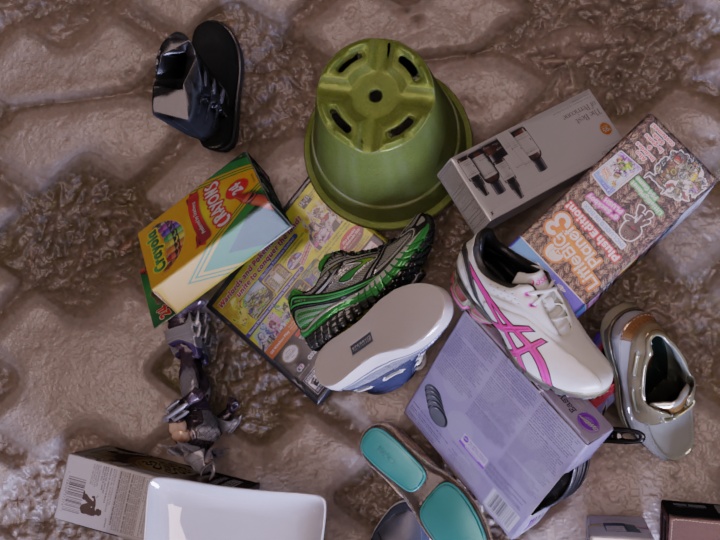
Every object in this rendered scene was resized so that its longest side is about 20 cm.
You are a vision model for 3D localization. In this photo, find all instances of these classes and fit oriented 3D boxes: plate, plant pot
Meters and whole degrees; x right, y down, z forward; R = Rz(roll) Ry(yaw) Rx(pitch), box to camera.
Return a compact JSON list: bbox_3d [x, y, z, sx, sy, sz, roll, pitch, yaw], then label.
[{"bbox_3d":[-0.137,0.327,1.176,0.199,0.032,0.201,4,87,11],"label":"plate"},{"bbox_3d":[0.024,-0.163,1.204,0.199,0.190,0.201,-1,79,5],"label":"plant pot"}]

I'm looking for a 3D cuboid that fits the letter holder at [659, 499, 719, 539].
[{"bbox_3d":[0.415,0.325,1.151,0.199,0.101,0.143,3,88,11],"label":"letter holder"}]

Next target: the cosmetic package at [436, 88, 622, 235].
[{"bbox_3d":[0.189,-0.120,1.207,0.200,0.051,0.083,-28,82,-23],"label":"cosmetic package"}]

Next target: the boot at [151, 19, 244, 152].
[{"bbox_3d":[-0.188,-0.230,1.256,0.065,0.200,0.166,-8,84,10],"label":"boot"}]

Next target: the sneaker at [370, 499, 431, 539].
[{"bbox_3d":[0.018,0.352,1.202,0.077,0.146,0.203,21,88,13],"label":"sneaker"}]

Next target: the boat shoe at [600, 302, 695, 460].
[{"bbox_3d":[0.310,0.129,1.154,0.075,0.068,0.200,-35,118,-9],"label":"boat shoe"}]

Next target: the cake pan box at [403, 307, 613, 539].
[{"bbox_3d":[0.151,0.159,1.167,0.200,0.052,0.185,48,138,25],"label":"cake pan box"}]

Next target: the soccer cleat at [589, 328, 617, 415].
[{"bbox_3d":[0.250,0.135,1.208,0.067,0.076,0.200,32,92,11],"label":"soccer cleat"}]

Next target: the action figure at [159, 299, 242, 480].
[{"bbox_3d":[-0.188,0.141,1.271,0.069,0.130,0.201,-13,72,9],"label":"action figure"}]

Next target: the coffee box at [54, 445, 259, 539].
[{"bbox_3d":[-0.230,0.265,1.272,0.199,0.113,0.080,12,88,11],"label":"coffee box"}]

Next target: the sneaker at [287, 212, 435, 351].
[{"bbox_3d":[0.000,0.000,1.239,0.200,0.078,0.085,-39,79,7],"label":"sneaker"}]

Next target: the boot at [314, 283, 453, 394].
[{"bbox_3d":[0.045,0.077,1.208,0.200,0.090,0.073,-31,57,38],"label":"boot"}]

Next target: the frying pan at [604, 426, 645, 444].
[{"bbox_3d":[0.206,0.189,1.194,0.190,0.031,0.115,27,109,41],"label":"frying pan"}]

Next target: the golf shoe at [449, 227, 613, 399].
[{"bbox_3d":[0.168,0.043,1.082,0.073,0.092,0.200,-36,67,-30],"label":"golf shoe"}]

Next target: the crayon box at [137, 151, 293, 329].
[{"bbox_3d":[-0.184,-0.036,1.283,0.200,0.051,0.127,-37,38,6],"label":"crayon box"}]

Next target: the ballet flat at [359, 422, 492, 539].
[{"bbox_3d":[0.081,0.245,1.233,0.068,0.067,0.200,-44,71,9],"label":"ballet flat"}]

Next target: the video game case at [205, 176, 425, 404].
[{"bbox_3d":[-0.053,0.023,1.301,0.181,0.025,0.200,40,94,11],"label":"video game case"}]

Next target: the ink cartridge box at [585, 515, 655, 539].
[{"bbox_3d":[0.264,0.321,1.128,0.067,0.200,0.118,1,86,11],"label":"ink cartridge box"}]

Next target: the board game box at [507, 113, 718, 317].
[{"bbox_3d":[0.265,-0.049,1.177,0.200,0.159,0.097,-43,79,4],"label":"board game box"}]
